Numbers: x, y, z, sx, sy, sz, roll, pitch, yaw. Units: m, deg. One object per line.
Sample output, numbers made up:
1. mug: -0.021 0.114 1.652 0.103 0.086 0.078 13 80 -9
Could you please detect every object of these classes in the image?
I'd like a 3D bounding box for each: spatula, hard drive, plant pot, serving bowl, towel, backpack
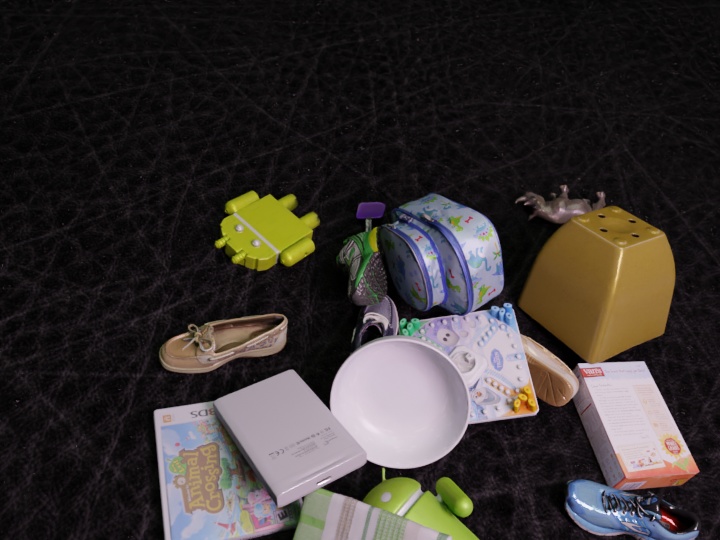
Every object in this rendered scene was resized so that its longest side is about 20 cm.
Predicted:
1. spatula: 0.014 -0.065 1.219 0.056 0.021 0.201 -2 51 11
2. hard drive: -0.100 0.218 0.866 0.131 0.027 0.200 -18 35 -29
3. plant pot: 0.423 0.005 1.117 0.194 0.201 0.194 -16 38 -26
4. serving bowl: 0.057 0.182 0.925 0.199 0.202 0.066 17 16 0
5. towel: 0.005 0.357 0.758 0.199 0.031 0.150 11 79 28
6. backpack: 0.134 -0.017 1.066 0.146 0.184 0.200 -27 28 -22

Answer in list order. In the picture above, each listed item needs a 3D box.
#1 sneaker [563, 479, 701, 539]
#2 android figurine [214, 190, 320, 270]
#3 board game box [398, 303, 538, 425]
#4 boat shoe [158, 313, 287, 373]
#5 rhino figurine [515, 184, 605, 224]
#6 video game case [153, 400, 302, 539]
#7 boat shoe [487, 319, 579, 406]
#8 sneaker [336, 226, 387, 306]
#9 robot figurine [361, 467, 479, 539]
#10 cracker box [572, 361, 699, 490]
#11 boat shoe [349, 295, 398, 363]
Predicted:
1. sneaker: 0.393 0.341 0.922 0.198 0.090 0.079 17 47 1
2. android figurine: -0.173 -0.073 1.167 0.182 0.041 0.199 41 50 20
3. board game box: 0.166 0.148 1.025 0.198 0.026 0.201 -9 50 6
4. boat shoe: -0.210 0.104 0.986 0.199 0.063 0.074 -12 54 -23
5. rhino figurine: 0.429 -0.135 1.367 0.198 0.060 0.088 8 59 -4
6. video game case: -0.183 0.269 0.877 0.181 0.022 0.201 -5 52 -19
7. boat shoe: 0.279 0.151 1.078 0.069 0.074 0.200 -5 39 -49
8. sneaker: 0.000 0.000 1.101 0.085 0.078 0.200 -15 27 14
9. robot figurine: 0.075 0.351 0.811 0.200 0.116 0.176 40 83 19
10. cracker box: 0.435 0.248 1.037 0.133 0.058 0.201 1 50 -14
11. boat shoe: 0.027 0.096 1.033 0.074 0.093 0.201 11 48 0
